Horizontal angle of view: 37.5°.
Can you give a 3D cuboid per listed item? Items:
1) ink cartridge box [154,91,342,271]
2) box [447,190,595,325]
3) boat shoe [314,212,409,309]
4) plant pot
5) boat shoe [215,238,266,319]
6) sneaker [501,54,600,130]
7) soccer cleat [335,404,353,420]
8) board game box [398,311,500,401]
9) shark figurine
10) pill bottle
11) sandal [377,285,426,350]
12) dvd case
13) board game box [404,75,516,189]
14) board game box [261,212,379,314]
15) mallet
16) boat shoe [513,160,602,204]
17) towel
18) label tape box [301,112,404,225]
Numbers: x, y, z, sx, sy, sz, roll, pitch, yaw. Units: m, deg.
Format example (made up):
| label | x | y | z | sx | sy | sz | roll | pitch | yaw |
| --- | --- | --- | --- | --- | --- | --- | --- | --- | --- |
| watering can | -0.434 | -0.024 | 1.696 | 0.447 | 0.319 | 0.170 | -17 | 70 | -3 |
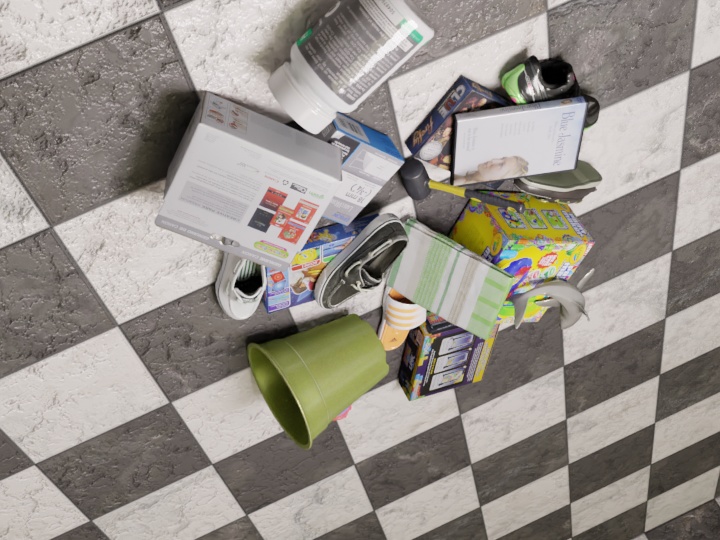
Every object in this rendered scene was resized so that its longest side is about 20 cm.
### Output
| label | x | y | z | sx | sy | sz | roll | pitch | yaw |
| --- | --- | --- | --- | --- | --- | --- | --- | --- | --- |
| ink cartridge box | -0.151 | -0.112 | 1.403 | 0.200 | 0.084 | 0.176 | 22 | 125 | -18 |
| box | 0.250 | -0.020 | 1.796 | 0.192 | 0.122 | 0.200 | -1 | 136 | -33 |
| boat shoe | 0.000 | 0.000 | 1.645 | 0.071 | 0.064 | 0.200 | 12 | 128 | -42 |
| plant pot | -0.061 | 0.168 | 1.792 | 0.190 | 0.200 | 0.200 | -29 | 146 | -21 |
| boat shoe | -0.180 | 0.020 | 1.613 | 0.073 | 0.067 | 0.200 | -16 | 142 | -16 |
| sneaker | 0.299 | -0.263 | 1.573 | 0.200 | 0.077 | 0.084 | 11 | 133 | -42 |
| soccer cleat | -0.034 | 0.207 | 1.938 | 0.076 | 0.067 | 0.200 | 0 | 138 | -26 |
| board game box | 0.167 | 0.148 | 1.999 | 0.165 | 0.057 | 0.200 | -14 | 141 | -21 |
| shark figurine | 0.340 | 0.058 | 1.775 | 0.214 | 0.090 | 0.128 | 14 | 125 | -48 |
| pill bottle | -0.015 | -0.272 | 1.330 | 0.200 | 0.113 | 0.113 | -41 | 142 | 16 |
| sandal | 0.080 | 0.086 | 1.865 | 0.079 | 0.059 | 0.207 | -13 | 141 | -20 |
| dvd case | 0.233 | -0.188 | 1.575 | 0.199 | 0.018 | 0.143 | -9 | 141 | -5 |
| board game box | 0.181 | -0.204 | 1.603 | 0.200 | 0.035 | 0.136 | 15 | 126 | -43 |
| board game box | -0.060 | -0.010 | 1.680 | 0.199 | 0.035 | 0.136 | -16 | 143 | -16 |
| mallet | 0.147 | -0.122 | 1.571 | 0.041 | 0.200 | 0.066 | -62 | 145 | -21 |
| boat shoe | 0.315 | -0.137 | 1.727 | 0.201 | 0.072 | 0.061 | -5 | 140 | -42 |
| towel | 0.142 | 0.013 | 1.719 | 0.031 | 0.200 | 0.149 | -47 | 161 | -45 |
| label tape box | -0.056 | -0.125 | 1.522 | 0.144 | 0.063 | 0.200 | 19 | 123 | -44 |
